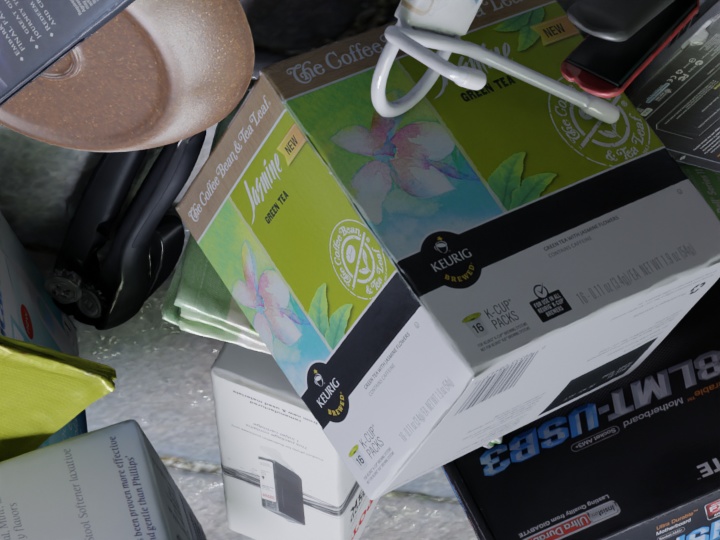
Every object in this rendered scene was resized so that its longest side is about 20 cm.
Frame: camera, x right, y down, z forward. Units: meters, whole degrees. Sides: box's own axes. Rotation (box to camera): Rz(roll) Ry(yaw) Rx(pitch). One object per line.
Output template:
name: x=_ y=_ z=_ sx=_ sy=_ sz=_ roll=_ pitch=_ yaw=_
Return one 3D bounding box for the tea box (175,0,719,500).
tea box: x=0.049 y=-0.022 z=1.529 sx=0.200 sy=0.197 sz=0.134 roll=-24 pitch=160 yaw=-37

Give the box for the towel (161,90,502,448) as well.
towel: x=0.000 y=0.000 z=1.601 sx=0.200 sy=0.153 sz=0.023 roll=23 pitch=149 yaw=-14

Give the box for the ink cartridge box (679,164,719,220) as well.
ink cartridge box: x=0.123 y=-0.002 z=1.736 sx=0.200 sy=0.067 sz=0.117 roll=1 pitch=128 yaw=-17

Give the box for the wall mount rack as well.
wall mount rack: x=0.092 y=-0.148 z=1.445 sx=0.174 sy=0.075 sz=0.200 roll=2 pitch=118 yaw=-62

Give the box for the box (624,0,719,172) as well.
box: x=0.238 y=-0.129 z=1.607 sx=0.158 sy=0.048 sz=0.200 roll=12 pitch=142 yaw=-32

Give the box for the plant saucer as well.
plant saucer: x=-0.152 y=-0.120 z=1.451 sx=0.200 sy=0.037 sz=0.201 roll=15 pitch=144 yaw=11

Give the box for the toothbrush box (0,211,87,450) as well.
toothbrush box: x=-0.225 y=0.056 z=1.688 sx=0.085 sy=0.147 sz=0.200 roll=-15 pitch=147 yaw=7

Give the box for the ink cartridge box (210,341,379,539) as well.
ink cartridge box: x=-0.019 y=0.067 z=1.746 sx=0.084 sy=0.144 sz=0.200 roll=21 pitch=151 yaw=12

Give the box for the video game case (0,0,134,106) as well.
video game case: x=-0.200 y=-0.147 z=1.394 sx=0.200 sy=0.143 sz=0.019 roll=-34 pitch=180 yaw=35

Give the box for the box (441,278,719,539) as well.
box: x=0.141 y=0.080 z=1.623 sx=0.200 sy=0.199 sz=0.050 roll=-23 pitch=131 yaw=-3

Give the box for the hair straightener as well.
hair straightener: x=0.169 y=-0.166 z=1.435 sx=0.200 sy=0.041 sz=0.077 roll=-39 pitch=148 yaw=-31

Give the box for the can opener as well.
can opener: x=-0.134 y=-0.036 z=1.663 sx=0.063 sy=0.079 sz=0.200 roll=32 pitch=141 yaw=8

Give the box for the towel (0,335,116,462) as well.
towel: x=-0.223 y=0.097 z=1.600 sx=0.086 sy=0.018 sz=0.200 roll=17 pitch=139 yaw=-37

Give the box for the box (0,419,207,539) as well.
box: x=-0.188 y=0.188 z=1.651 sx=0.200 sy=0.105 sz=0.184 roll=-18 pitch=155 yaw=1
